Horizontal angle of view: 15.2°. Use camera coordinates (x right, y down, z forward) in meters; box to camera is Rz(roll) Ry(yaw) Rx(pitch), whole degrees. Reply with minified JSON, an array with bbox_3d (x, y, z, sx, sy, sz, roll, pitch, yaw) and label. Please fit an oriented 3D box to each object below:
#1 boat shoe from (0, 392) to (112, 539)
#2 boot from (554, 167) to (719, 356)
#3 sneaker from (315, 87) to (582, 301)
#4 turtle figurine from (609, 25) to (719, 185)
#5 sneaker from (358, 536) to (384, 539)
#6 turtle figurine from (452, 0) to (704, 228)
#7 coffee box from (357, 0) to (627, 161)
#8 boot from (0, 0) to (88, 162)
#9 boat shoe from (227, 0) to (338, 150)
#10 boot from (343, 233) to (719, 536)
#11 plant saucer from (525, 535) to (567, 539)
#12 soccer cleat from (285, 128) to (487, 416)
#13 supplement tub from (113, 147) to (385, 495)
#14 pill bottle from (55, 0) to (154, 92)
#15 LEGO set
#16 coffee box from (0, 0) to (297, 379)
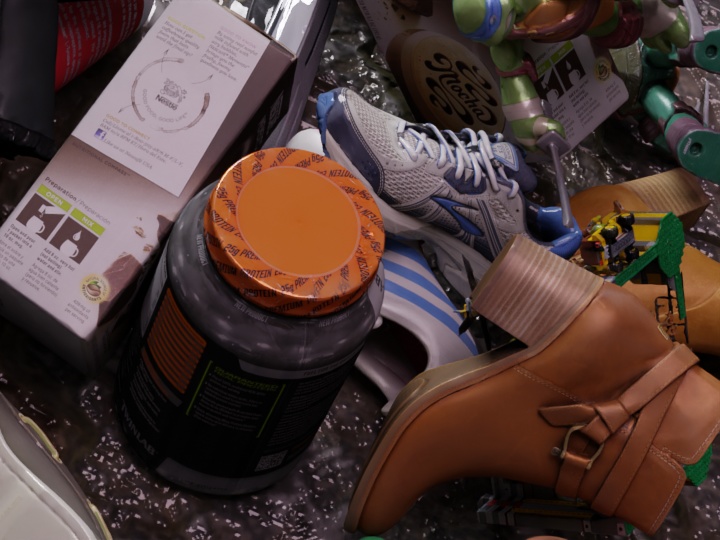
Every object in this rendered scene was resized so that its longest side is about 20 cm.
[{"bbox_3d":[-0.204,0.107,1.465,0.072,0.060,0.202,-42,72,4],"label":"boat shoe"},{"bbox_3d":[0.186,0.034,1.656,0.143,0.071,0.202,-23,65,-24],"label":"boot"},{"bbox_3d":[0.055,-0.056,1.571,0.200,0.085,0.077,37,31,-35],"label":"sneaker"},{"bbox_3d":[0.195,-0.131,1.731,0.100,0.151,0.200,-14,21,-9],"label":"turtle figurine"},{"bbox_3d":[0.035,0.232,1.452,0.074,0.084,0.200,-26,70,-32],"label":"sneaker"},{"bbox_3d":[0.151,-0.126,1.541,0.199,0.145,0.193,29,34,33],"label":"turtle figurine"},{"bbox_3d":[0.066,-0.169,1.647,0.080,0.113,0.201,-41,115,-34],"label":"coffee box"},{"bbox_3d":[-0.179,-0.139,1.507,0.197,0.073,0.164,14,70,-25],"label":"boot"},{"bbox_3d":[-0.074,-0.112,1.661,0.070,0.072,0.201,11,53,16],"label":"boat shoe"},{"bbox_3d":[0.095,0.098,1.453,0.154,0.201,0.074,35,18,-2],"label":"boot"},{"bbox_3d":[0.115,0.244,1.452,0.200,0.037,0.201,35,42,-39],"label":"plant saucer"},{"bbox_3d":[0.000,0.000,1.596,0.086,0.070,0.201,-15,65,-46],"label":"soccer cleat"},{"bbox_3d":[-0.059,0.028,1.481,0.122,0.200,0.123,10,55,-14],"label":"supplement tub"},{"bbox_3d":[-0.196,-0.167,1.618,0.112,0.112,0.200,41,54,10],"label":"pill bottle"},{"bbox_3d":[0.119,0.059,1.560,0.115,0.201,0.154,2,29,32],"label":"LEGO set"},{"bbox_3d":[-0.125,-0.050,1.521,0.080,0.113,0.201,34,78,5],"label":"coffee box"}]
